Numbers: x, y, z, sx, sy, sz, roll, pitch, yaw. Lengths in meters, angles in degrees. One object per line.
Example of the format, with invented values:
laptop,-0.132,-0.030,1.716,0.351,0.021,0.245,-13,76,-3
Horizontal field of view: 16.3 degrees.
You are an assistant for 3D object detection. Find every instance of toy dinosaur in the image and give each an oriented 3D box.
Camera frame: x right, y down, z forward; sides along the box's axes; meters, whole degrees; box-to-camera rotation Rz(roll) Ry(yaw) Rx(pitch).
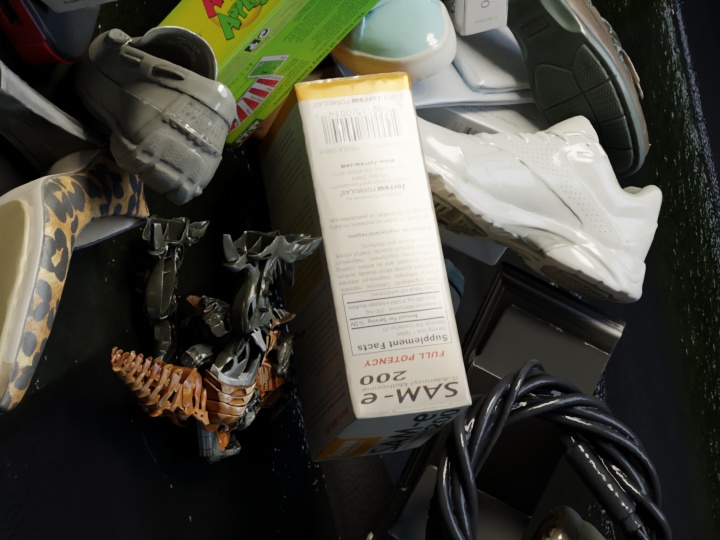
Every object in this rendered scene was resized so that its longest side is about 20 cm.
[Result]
toy dinosaur,-0.079,0.043,1.403,0.200,0.101,0.137,-65,162,-85

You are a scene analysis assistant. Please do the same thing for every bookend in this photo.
bookend,0.067,0.135,1.563,0.199,0.092,0.200,-67,174,33

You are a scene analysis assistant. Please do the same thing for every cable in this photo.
cable,0.113,0.153,1.478,0.162,0.051,0.202,2,86,-22

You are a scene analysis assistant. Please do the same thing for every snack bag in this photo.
snack bag,0.033,-0.180,1.622,0.199,0.021,0.189,-7,56,-40

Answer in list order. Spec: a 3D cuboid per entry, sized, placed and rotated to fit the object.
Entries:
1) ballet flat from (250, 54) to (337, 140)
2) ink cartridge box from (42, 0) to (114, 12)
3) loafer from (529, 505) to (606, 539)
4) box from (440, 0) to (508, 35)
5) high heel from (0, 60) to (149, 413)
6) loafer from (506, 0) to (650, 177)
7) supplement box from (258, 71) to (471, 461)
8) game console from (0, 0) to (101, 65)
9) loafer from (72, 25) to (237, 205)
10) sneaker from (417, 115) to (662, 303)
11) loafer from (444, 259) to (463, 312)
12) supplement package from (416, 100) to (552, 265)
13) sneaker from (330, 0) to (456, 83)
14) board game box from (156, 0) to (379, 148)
ballet flat,-0.031,-0.128,1.620,0.200,0.068,0.063,-29,136,-62
ink cartridge box,-0.165,-0.240,1.236,0.200,0.084,0.147,40,45,-57
loafer,0.110,0.235,1.591,0.076,0.068,0.200,-57,175,-48
box,0.032,-0.253,1.528,0.200,0.036,0.145,50,-32,45
high heel,-0.147,0.003,1.273,0.142,0.071,0.201,40,37,-48
loafer,0.132,-0.154,1.588,0.200,0.072,0.063,55,49,-19
supplement box,0.000,0.000,1.472,0.126,0.073,0.201,131,-50,-71
game console,-0.183,-0.226,1.330,0.178,0.031,0.201,-75,147,-42
loafer,-0.103,-0.094,1.318,0.070,0.070,0.200,34,8,-26
sneaker,0.102,-0.060,1.570,0.199,0.078,0.100,28,78,-21
loafer,0.018,0.012,1.637,0.200,0.071,0.063,30,63,-63
supplement package,0.073,-0.125,1.702,0.113,0.110,0.201,22,43,-13
sneaker,-0.011,-0.190,1.506,0.200,0.074,0.082,52,-9,40
board game box,-0.039,-0.159,1.431,0.048,0.200,0.101,51,17,18
